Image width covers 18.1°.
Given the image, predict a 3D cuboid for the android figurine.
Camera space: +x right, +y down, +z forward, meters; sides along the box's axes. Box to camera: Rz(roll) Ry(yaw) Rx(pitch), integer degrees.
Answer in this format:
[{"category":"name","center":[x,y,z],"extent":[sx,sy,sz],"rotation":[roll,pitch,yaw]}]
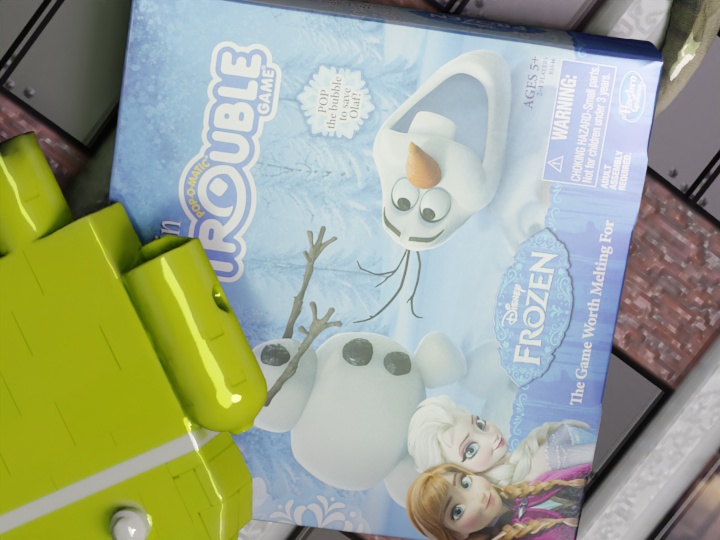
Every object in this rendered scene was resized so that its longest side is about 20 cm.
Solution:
[{"category":"android figurine","center":[-0.117,0.057,0.834],"extent":[0.181,0.041,0.201],"rotation":[-22,92,21]}]

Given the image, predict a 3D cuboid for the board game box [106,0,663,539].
[{"category":"board game box","center":[0.000,0.000,0.858],"extent":[0.198,0.043,0.201],"rotation":[7,105,-3]}]

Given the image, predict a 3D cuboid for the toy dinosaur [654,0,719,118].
[{"category":"toy dinosaur","center":[0.156,-0.138,0.849],"extent":[0.088,0.047,0.201],"rotation":[12,107,7]}]
